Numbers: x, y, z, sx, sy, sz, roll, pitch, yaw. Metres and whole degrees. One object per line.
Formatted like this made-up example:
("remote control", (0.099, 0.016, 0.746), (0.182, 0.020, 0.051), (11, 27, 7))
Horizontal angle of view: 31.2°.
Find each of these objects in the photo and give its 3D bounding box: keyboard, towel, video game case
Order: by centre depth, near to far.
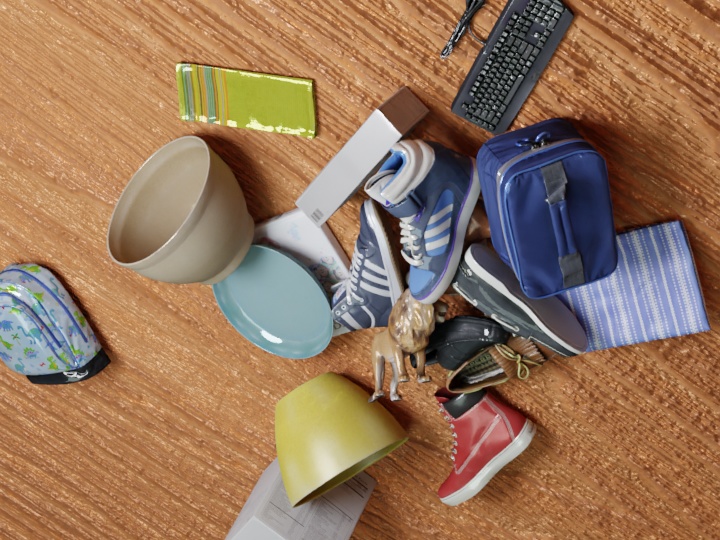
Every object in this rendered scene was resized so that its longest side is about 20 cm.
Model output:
("keyboard", (0.157, -0.260, 1.529), (0.126, 0.021, 0.201), (30, 130, 2))
("towel", (0.327, 0.024, 1.622), (0.198, 0.024, 0.146), (-13, 96, 32))
("towel", (-0.152, -0.224, 1.704), (0.198, 0.018, 0.087), (10, 128, 18))
("video game case", (-0.090, 0.014, 1.844), (0.181, 0.024, 0.201), (-18, 114, 34))

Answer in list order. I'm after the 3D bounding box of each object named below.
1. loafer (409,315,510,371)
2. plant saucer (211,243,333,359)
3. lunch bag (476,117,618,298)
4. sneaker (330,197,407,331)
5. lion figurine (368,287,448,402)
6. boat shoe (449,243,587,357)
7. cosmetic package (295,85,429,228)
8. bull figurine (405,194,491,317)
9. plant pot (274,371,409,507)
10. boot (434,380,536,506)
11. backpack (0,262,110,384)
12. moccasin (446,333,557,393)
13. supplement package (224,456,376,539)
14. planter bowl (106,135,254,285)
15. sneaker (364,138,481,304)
("loafer", (0.130, 0.099, 1.731), (0.068, 0.071, 0.200), (11, 168, -31))
("plant saucer", (-0.121, 0.039, 1.836), (0.198, 0.027, 0.202), (18, 134, 19))
("lunch bag", (0.225, -0.077, 1.526), (0.135, 0.133, 0.202), (-20, 121, -4))
("sneaker", (0.000, 0.000, 1.743), (0.107, 0.070, 0.202), (-11, 123, 8))
("lion figurine", (0.049, 0.100, 1.731), (0.072, 0.124, 0.200), (2, 160, -28))
("boat shoe", (0.199, 0.047, 1.637), (0.200, 0.076, 0.060), (41, 124, -2))
("cosmetic package", (0.000, -0.144, 1.646), (0.051, 0.083, 0.200), (46, 130, 2))
("bull figurine", (0.136, -0.013, 1.692), (0.120, 0.065, 0.201), (26, 133, 1))
("plant pot", (-0.048, 0.235, 1.899), (0.200, 0.199, 0.143), (-41, 74, 40))
("boot", (0.142, 0.245, 1.876), (0.144, 0.073, 0.200), (37, 123, -3))
("backpack", (-0.512, 0.084, 2.034), (0.162, 0.154, 0.202), (-2, 110, 34))
("moccasin", (0.199, 0.115, 1.742), (0.200, 0.078, 0.074), (-20, 114, 30))
("supplement package", (-0.100, 0.388, 2.006), (0.150, 0.201, 0.152), (36, 131, -5))
("planter bowl", (-0.229, -0.063, 1.761), (0.199, 0.202, 0.134), (-22, 136, 36))
("sneaker", (0.057, -0.065, 1.594), (0.145, 0.081, 0.202), (12, 107, -27))
